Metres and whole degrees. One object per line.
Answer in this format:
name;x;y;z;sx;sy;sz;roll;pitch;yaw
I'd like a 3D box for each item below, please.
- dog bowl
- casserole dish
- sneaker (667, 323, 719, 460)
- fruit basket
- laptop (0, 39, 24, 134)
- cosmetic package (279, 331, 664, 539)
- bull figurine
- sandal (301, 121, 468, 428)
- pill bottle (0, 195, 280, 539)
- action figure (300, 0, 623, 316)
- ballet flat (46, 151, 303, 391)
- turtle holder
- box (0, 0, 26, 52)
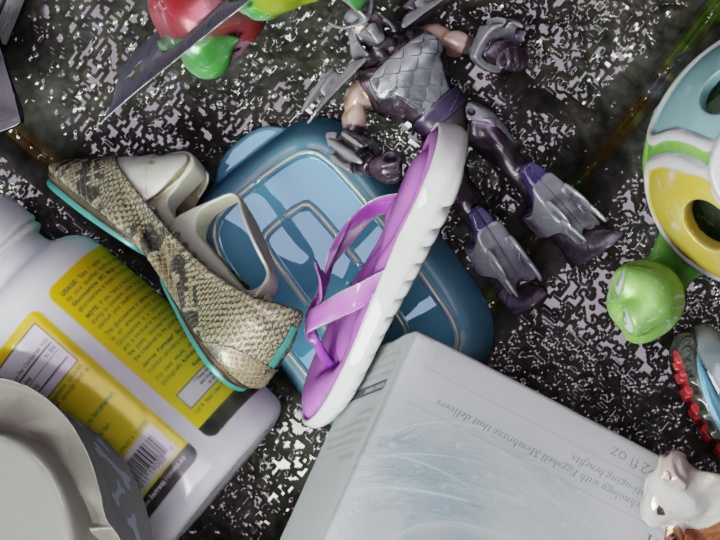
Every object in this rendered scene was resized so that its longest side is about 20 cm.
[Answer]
dog bowl;-0.194;0.160;1.376;0.199;0.059;0.201;-10;72;33
casserole dish;-0.012;0.007;1.474;0.121;0.039;0.200;-37;90;11
sneaker;0.249;0.092;1.423;0.095;0.079;0.200;-41;107;3
fruit basket;-0.052;-0.155;1.394;0.200;0.185;0.094;-44;101;10
laptop;-0.305;-0.150;1.422;0.176;0.103;0.201;-16;91;10
cosmetic package;0.061;0.169;1.383;0.199;0.123;0.201;27;77;-9
bull figurine;0.230;0.156;1.324;0.121;0.065;0.200;-23;109;36
sandal;0.001;-0.004;1.390;0.050;0.083;0.203;23;123;-8
pill bottle;-0.151;0.054;1.461;0.200;0.112;0.113;41;100;3
action figure;0.054;-0.076;1.437;0.130;0.069;0.200;-40;95;-4
ballet flat;-0.095;-0.018;1.438;0.075;0.068;0.200;-51;56;10
turtle holder;0.205;-0.054;1.386;0.185;0.132;0.142;-18;93;7
box;-0.296;-0.114;1.499;0.160;0.049;0.201;24;97;9
